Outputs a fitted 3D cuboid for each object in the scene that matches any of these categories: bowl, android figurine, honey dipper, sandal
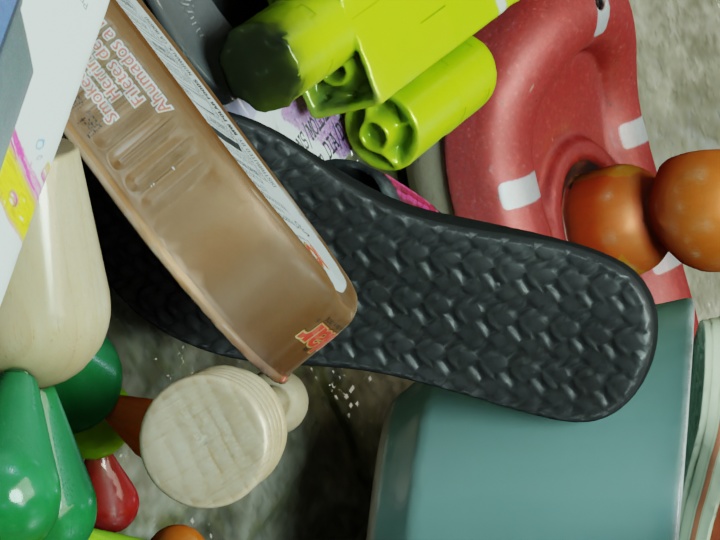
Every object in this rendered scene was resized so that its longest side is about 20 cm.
[{"bbox_3d":[0.057,0.106,1.013,0.201,0.104,0.202,4,90,-83],"label":"bowl"},{"bbox_3d":[0.003,-0.132,1.004,0.200,0.041,0.183,-43,116,-51],"label":"android figurine"},{"bbox_3d":[-0.037,0.044,0.897,0.200,0.038,0.038,-26,105,-87],"label":"honey dipper"},{"bbox_3d":[0.000,0.000,0.953,0.045,0.199,0.076,-45,153,-78],"label":"sandal"}]

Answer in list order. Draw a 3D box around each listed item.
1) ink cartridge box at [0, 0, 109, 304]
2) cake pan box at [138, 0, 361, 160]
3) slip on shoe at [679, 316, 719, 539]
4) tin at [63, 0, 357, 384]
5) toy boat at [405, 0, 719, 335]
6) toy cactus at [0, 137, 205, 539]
[{"bbox_3d":[-0.155,-0.039,0.740,0.088,0.145,0.201,50,43,-38],"label":"ink cartridge box"},{"bbox_3d":[-0.042,-0.137,1.019,0.185,0.052,0.200,61,38,-22],"label":"cake pan box"},{"bbox_3d":[0.149,0.079,1.100,0.200,0.061,0.075,89,6,-61],"label":"slip on shoe"},{"bbox_3d":[-0.071,-0.055,0.871,0.200,0.042,0.112,52,7,10],"label":"tin"},{"bbox_3d":[0.103,-0.022,1.127,0.130,0.130,0.201,-29,106,-55],"label":"toy boat"},{"bbox_3d":[-0.100,0.044,0.830,0.200,0.101,0.166,-44,136,-67],"label":"toy cactus"}]
